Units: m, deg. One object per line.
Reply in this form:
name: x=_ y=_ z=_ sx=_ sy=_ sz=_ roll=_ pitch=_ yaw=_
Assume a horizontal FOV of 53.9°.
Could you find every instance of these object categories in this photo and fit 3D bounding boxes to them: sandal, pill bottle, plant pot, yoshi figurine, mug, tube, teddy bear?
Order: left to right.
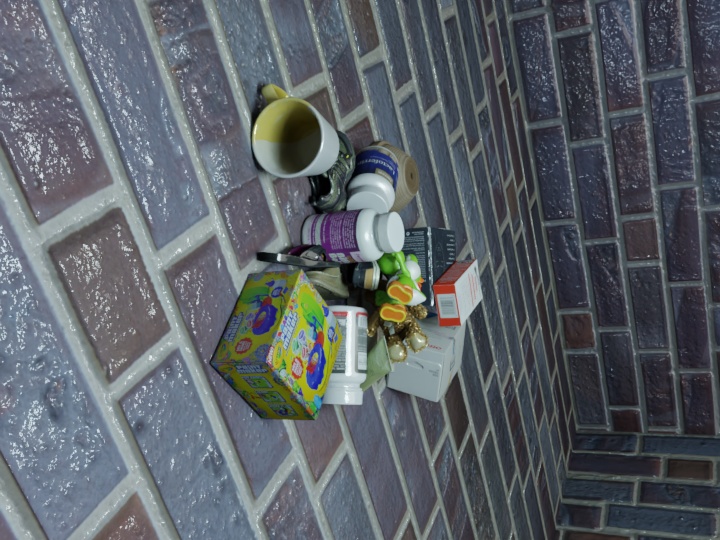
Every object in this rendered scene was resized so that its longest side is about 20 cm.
mug: x=-0.113 y=-0.269 z=1.394 sx=0.153 sy=0.149 sz=0.188 roll=-4 pitch=96 yaw=-71
sandal: x=-0.109 y=-0.031 z=1.395 sx=0.200 sy=0.075 sz=0.048 roll=7 pitch=89 yaw=-50
pill bottle: x=-0.043 y=0.179 z=1.491 sx=0.114 sy=0.113 sz=0.201 roll=20 pitch=69 yaw=-61
pill bottle: x=-0.014 y=-0.072 z=1.487 sx=0.112 sy=0.199 sz=0.113 roll=15 pitch=73 yaw=-61
tube: x=0.019 y=0.219 z=1.534 sx=0.058 sy=0.200 sz=0.052 roll=41 pitch=51 yaw=3
pill bottle: x=0.026 y=-0.194 z=1.639 sx=0.200 sy=0.115 sz=0.116 roll=-80 pitch=152 yaw=-51
yoshi figurine: x=0.071 y=0.016 z=1.499 sx=0.112 sy=0.112 sz=0.200 roll=64 pitch=21 yaw=-22
plant pot: x=0.093 y=-0.241 z=1.841 sx=0.201 sy=0.092 sz=0.202 roll=17 pitch=71 yaw=-62
teddy bear: x=0.079 y=0.112 z=1.550 sx=0.145 sy=0.200 sz=0.067 roll=-48 pitch=140 yaw=4

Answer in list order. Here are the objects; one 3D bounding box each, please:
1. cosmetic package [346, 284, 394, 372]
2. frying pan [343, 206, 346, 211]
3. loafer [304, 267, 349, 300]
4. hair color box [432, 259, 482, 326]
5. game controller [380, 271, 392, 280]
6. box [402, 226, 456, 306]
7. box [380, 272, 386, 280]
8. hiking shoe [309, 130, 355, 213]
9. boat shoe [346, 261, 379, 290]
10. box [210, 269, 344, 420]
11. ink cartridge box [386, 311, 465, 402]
cosmetic package: x=0.024 y=0.136 z=1.657 sx=0.103 sy=0.087 sz=0.201 roll=27 pitch=62 yaw=-61
frying pan: x=-0.053 y=-0.096 z=1.609 sx=0.115 sy=0.031 sz=0.191 roll=60 pitch=34 yaw=-39
loafer: x=-0.080 y=0.022 z=1.491 sx=0.200 sy=0.076 sz=0.068 roll=32 pitch=50 yaw=-73
hair color box: x=0.250 y=0.054 z=1.803 sx=0.200 sy=0.064 sz=0.111 roll=-36 pitch=118 yaw=-58
game controller: x=0.067 y=0.006 z=1.697 sx=0.200 sy=0.042 sz=0.104 roll=49 pitch=-3 yaw=2
box: x=0.165 y=-0.007 z=1.838 sx=0.200 sy=0.123 sz=0.198 roll=1 pitch=85 yaw=-64
box: x=0.070 y=0.045 z=1.819 sx=0.144 sy=0.036 sz=0.201 roll=44 pitch=47 yaw=-53
hiking shoe: x=-0.065 y=-0.221 z=1.545 sx=0.101 sy=0.075 sz=0.201 roll=32 pitch=59 yaw=-62
boat shoe: x=0.000 y=0.000 z=1.561 sx=0.200 sy=0.062 sz=0.075 roll=-117 pitch=-148 yaw=-78
box: x=-0.144 y=0.138 z=1.293 sx=0.193 sy=0.121 sz=0.201 roll=57 pitch=38 yaw=-42
ink cartridge box: x=0.172 y=0.217 z=1.842 sx=0.200 sy=0.147 sz=0.145 roll=-41 pitch=139 yaw=-58
